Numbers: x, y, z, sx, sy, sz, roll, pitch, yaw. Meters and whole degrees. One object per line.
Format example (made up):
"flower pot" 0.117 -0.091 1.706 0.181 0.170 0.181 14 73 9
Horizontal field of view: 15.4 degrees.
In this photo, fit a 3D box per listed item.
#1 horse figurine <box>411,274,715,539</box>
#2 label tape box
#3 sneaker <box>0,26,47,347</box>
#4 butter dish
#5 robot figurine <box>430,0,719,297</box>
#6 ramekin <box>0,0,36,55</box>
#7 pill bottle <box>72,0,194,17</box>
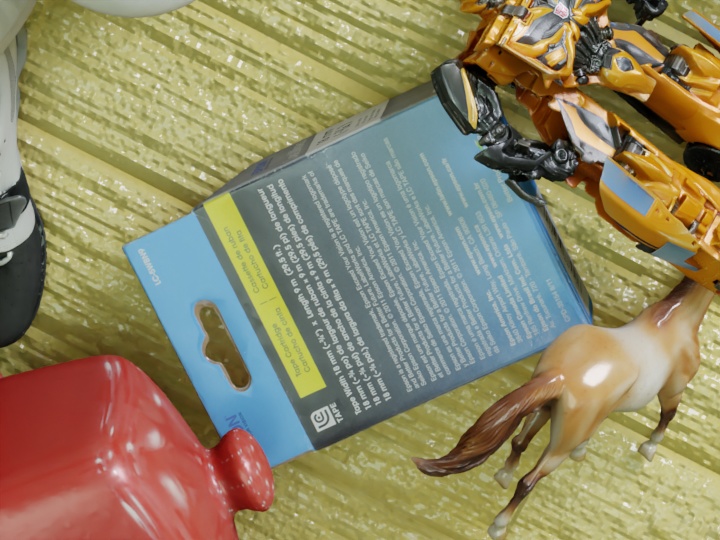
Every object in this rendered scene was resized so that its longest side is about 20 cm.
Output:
"horse figurine" 0.117 0.061 1.326 0.050 0.200 0.133 44 130 26
"label tape box" 0.000 0.000 1.366 0.199 0.063 0.145 -24 102 11
"sneaker" -0.206 -0.048 1.360 0.074 0.089 0.201 -3 107 4
"butter dish" -0.113 0.125 1.330 0.147 0.200 0.201 -23 111 8
"robot figurine" 0.131 -0.085 1.307 0.200 0.058 0.145 36 62 -13
"ramekin" -0.240 -0.158 1.279 0.200 0.201 0.105 -34 133 13
"pill bottle" -0.095 -0.189 1.252 0.112 0.200 0.113 1 105 5
